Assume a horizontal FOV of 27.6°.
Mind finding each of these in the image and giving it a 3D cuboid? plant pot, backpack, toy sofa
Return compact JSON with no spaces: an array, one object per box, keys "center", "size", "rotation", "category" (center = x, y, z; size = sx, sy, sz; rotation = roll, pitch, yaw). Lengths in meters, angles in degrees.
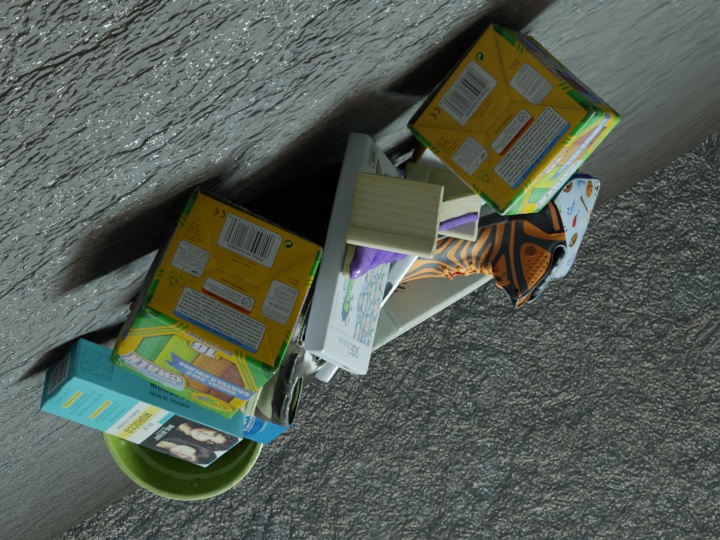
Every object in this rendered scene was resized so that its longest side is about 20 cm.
[{"center":[-0.195,0.153,1.788],"size":[0.200,0.201,0.184],"rotation":[-35,-176,13],"category":"plant pot"},{"center":[0.195,-0.076,1.830],"size":[0.190,0.154,0.201],"rotation":[4,104,-50],"category":"backpack"},{"center":[0.052,-0.042,1.356],"size":[0.082,0.098,0.200],"rotation":[10,-172,15],"category":"toy sofa"}]

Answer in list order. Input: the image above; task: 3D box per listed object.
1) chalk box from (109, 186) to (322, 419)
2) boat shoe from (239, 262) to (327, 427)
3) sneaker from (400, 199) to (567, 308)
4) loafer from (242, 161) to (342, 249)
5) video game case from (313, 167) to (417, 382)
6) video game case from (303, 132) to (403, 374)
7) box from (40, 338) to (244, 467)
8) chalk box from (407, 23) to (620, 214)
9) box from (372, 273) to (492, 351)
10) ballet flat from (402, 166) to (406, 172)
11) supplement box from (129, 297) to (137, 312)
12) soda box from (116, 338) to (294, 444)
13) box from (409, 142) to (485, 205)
[{"center":[-0.133,0.040,1.272],"size":[0.200,0.124,0.124],"rotation":[-48,-161,62],"category":"chalk box"},{"center":[-0.060,0.071,1.400],"size":[0.072,0.066,0.201],"rotation":[-65,180,-53],"category":"boat shoe"},{"center":[0.126,-0.005,1.557],"size":[0.199,0.113,0.078],"rotation":[-25,170,15],"category":"sneaker"},{"center":[-0.067,-0.037,1.419],"size":[0.199,0.076,0.067],"rotation":[-28,165,-36],"category":"loafer"},{"center":[0.000,0.000,1.590],"size":[0.183,0.022,0.200],"rotation":[-55,-162,21],"category":"video game case"},{"center":[-0.002,-0.010,1.382],"size":[0.024,0.201,0.182],"rotation":[10,172,15],"category":"video game case"},{"center":[-0.225,0.141,1.531],"size":[0.199,0.049,0.082],"rotation":[24,139,-27],"category":"box"},{"center":[0.151,-0.136,1.360],"size":[0.125,0.124,0.200],"rotation":[-50,167,16],"category":"chalk box"},{"center":[0.074,0.016,1.677],"size":[0.200,0.069,0.082],"rotation":[-29,174,-40],"category":"box"},{"center":[0.063,-0.088,1.759],"size":[0.075,0.068,0.200],"rotation":[-11,164,-5],"category":"ballet flat"},{"center":[-0.118,0.030,1.500],"size":[0.199,0.111,0.086],"rotation":[-27,171,-41],"category":"supplement box"},{"center":[-0.169,0.121,1.602],"size":[0.199,0.068,0.064],"rotation":[23,139,-26],"category":"soda box"},{"center":[0.123,-0.118,1.566],"size":[0.200,0.118,0.042],"rotation":[123,-15,-70],"category":"box"}]
